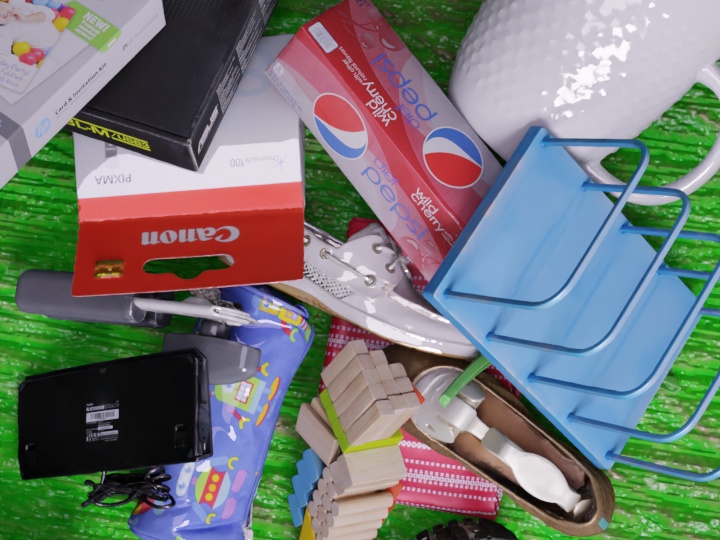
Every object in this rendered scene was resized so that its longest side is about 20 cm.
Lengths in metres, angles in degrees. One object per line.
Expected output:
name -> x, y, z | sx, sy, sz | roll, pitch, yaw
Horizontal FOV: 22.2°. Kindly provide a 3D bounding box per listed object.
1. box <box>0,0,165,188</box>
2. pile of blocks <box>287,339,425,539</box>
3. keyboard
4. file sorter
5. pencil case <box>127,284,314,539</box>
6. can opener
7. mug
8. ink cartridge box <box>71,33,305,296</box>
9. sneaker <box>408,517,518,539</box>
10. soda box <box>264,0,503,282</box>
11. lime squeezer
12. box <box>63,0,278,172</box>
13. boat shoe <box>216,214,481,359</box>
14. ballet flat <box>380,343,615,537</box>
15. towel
box -> -0.250, -0.147, 1.206 | 0.156, 0.041, 0.200 | 33, 64, 18
pile of blocks -> -0.002, 0.134, 1.270 | 0.062, 0.082, 0.201 | -5, 126, -34
keyboard -> -0.165, 0.115, 1.265 | 0.200, 0.040, 0.105 | -10, 75, 43
file sorter -> 0.170, 0.026, 1.180 | 0.200, 0.123, 0.139 | 44, 71, -30
pencil case -> -0.094, 0.105, 1.283 | 0.087, 0.078, 0.201 | 18, 88, -2
can opener -> -0.156, 0.033, 1.260 | 0.199, 0.053, 0.067 | 9, 83, 34
mug -> 0.167, -0.135, 1.245 | 0.200, 0.148, 0.175 | 46, 103, 8
ink cartridge box -> -0.118, -0.075, 1.257 | 0.159, 0.047, 0.201 | -4, 48, 2
sneaker -> 0.035, 0.251, 1.280 | 0.200, 0.079, 0.089 | -40, 96, 7
soda box -> 0.028, -0.085, 1.237 | 0.063, 0.070, 0.200 | -36, 86, -35
lime squeezer -> 0.126, 0.061, 1.270 | 0.199, 0.038, 0.071 | 0, 67, -31
box -> -0.163, -0.186, 1.275 | 0.192, 0.048, 0.201 | 18, 68, 15
boat shoe -> 0.000, 0.000, 1.266 | 0.199, 0.071, 0.070 | 24, 93, 7
ballet flat -> 0.090, 0.115, 1.254 | 0.200, 0.072, 0.068 | 38, 90, 5
towel -> 0.045, 0.068, 1.306 | 0.144, 0.022, 0.201 | 10, 88, 4
